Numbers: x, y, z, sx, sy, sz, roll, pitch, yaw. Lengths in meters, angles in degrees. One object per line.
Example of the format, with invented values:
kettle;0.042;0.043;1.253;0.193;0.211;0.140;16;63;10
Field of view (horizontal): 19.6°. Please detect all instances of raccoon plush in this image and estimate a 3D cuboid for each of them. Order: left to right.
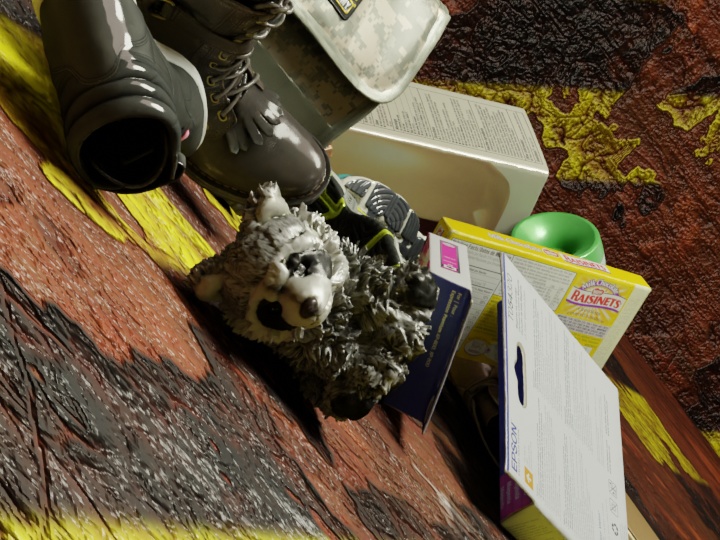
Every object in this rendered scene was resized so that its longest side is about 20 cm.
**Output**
raccoon plush;-0.050;0.012;1.168;0.134;0.097;0.200;35;-15;-22

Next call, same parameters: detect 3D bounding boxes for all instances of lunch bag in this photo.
lunch bag;-0.057;-0.165;1.342;0.164;0.199;0.118;49;8;-28

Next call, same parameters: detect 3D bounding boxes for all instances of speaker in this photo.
speaker;0.159;0.056;1.725;0.089;0.088;0.202;-117;-160;-53

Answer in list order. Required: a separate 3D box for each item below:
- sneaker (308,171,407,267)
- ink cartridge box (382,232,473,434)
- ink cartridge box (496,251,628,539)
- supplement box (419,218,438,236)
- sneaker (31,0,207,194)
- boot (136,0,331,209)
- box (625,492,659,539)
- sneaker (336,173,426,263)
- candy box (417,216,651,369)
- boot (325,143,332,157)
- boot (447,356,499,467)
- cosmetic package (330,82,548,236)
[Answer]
sneaker;0.000;0.000;1.402;0.076;0.075;0.201;45;13;-41
ink cartridge box;0.046;0.039;1.416;0.037;0.096;0.200;19;11;-4
ink cartridge box;0.137;0.120;1.536;0.200;0.043;0.198;46;34;-40
supplement box;0.093;0.016;1.813;0.111;0.085;0.200;56;8;33
sneaker;-0.121;-0.075;1.106;0.200;0.070;0.100;63;12;-67
boot;-0.077;-0.122;1.185;0.199;0.070;0.174;35;-27;-10
box;0.265;0.258;1.976;0.201;0.021;0.163;55;8;16
sneaker;0.001;-0.024;1.596;0.079;0.078;0.200;35;-5;25
candy box;0.121;0.028;1.603;0.199;0.103;0.026;16;24;-32
boot;-0.096;-0.141;1.485;0.200;0.075;0.107;46;5;-34
boot;0.107;0.093;1.651;0.201;0.073;0.075;58;19;19
cosmetic package;0.044;-0.099;1.703;0.198;0.072;0.106;12;33;-17
